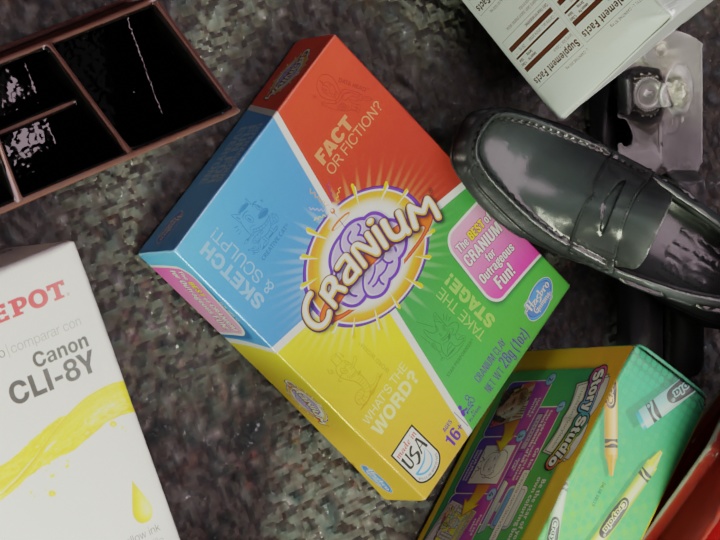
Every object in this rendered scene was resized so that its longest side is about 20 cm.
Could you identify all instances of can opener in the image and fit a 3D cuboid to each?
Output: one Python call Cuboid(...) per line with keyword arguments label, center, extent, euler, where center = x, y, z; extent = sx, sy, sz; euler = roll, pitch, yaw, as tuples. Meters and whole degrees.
Cuboid(label="can opener", center=(0.162, -0.040, 1.561), extent=(0.053, 0.067, 0.201), euler=(-6, 105, -21))

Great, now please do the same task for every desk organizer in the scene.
Cuboid(label="desk organizer", center=(-0.164, -0.071, 1.338), extent=(0.199, 0.077, 0.072), euler=(-26, 101, -30))

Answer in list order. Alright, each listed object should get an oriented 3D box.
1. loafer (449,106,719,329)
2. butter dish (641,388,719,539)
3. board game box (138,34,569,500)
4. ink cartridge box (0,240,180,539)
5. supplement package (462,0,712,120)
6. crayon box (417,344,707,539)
Cuboid(label="loafer", center=(0.140, -0.030, 1.477), extent=(0.200, 0.070, 0.068), euler=(29, 78, -20))
Cuboid(label="butter dish", center=(0.240, 0.129, 1.472), extent=(0.147, 0.200, 0.200), euler=(32, 43, 4))
Cuboid(label="board game box", center=(0.000, 0.000, 1.460), extent=(0.200, 0.040, 0.153), euler=(45, 66, -23))
Cuboid(label="ink cartridge box", center=(-0.178, 0.103, 1.314), extent=(0.145, 0.083, 0.201), euler=(-23, 97, -32))
Cuboid(label="supplement package", center=(0.133, -0.228, 1.460), extent=(0.191, 0.147, 0.200), euler=(-38, 88, -27))
Cuboid(label="crayon box", center=(0.090, 0.137, 1.464), extent=(0.058, 0.119, 0.201), euler=(37, 70, -23))
